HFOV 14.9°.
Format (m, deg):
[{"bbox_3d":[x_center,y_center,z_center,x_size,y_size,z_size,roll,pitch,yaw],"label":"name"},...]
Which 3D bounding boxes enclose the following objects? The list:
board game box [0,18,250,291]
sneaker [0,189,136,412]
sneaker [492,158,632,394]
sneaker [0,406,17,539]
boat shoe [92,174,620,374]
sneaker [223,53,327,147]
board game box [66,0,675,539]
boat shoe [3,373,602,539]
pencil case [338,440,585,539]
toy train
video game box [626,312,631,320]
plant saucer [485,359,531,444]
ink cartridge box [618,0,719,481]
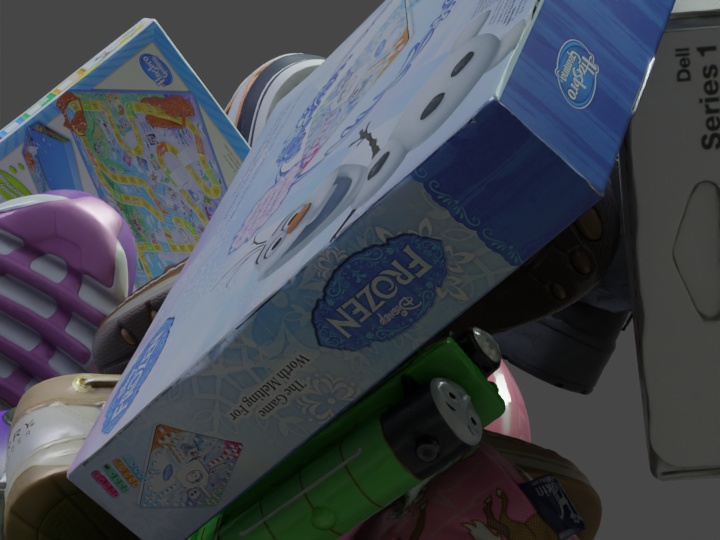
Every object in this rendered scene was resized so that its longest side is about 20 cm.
[{"bbox_3d":[-0.085,0.010,1.205,0.134,0.200,0.034,-38,13,-7],"label":"board game box"},{"bbox_3d":[-0.138,0.044,1.067,0.201,0.080,0.088,-60,-11,30],"label":"sneaker"},{"bbox_3d":[0.061,-0.027,1.075,0.060,0.199,0.105,9,-69,-60],"label":"sneaker"},{"bbox_3d":[-0.154,0.092,0.915,0.099,0.070,0.200,-6,7,21],"label":"sneaker"},{"bbox_3d":[0.000,0.000,0.969,0.199,0.076,0.072,-18,28,17],"label":"boat shoe"},{"bbox_3d":[-0.045,-0.002,1.275,0.201,0.078,0.079,-71,21,6],"label":"sneaker"},{"bbox_3d":[0.016,-0.037,0.805,0.199,0.043,0.200,-40,16,39],"label":"board game box"},{"bbox_3d":[-0.019,0.062,0.901,0.069,0.199,0.074,-105,28,-48],"label":"boat shoe"},{"bbox_3d":[-0.012,0.139,0.819,0.200,0.083,0.086,-39,7,-10],"label":"pencil case"},{"bbox_3d":[-0.038,0.083,0.825,0.200,0.042,0.056,-37,15,19],"label":"toy train"},{"bbox_3d":[0.183,-0.074,1.132,0.199,0.047,0.182,-30,17,28],"label":"video game box"},{"bbox_3d":[-0.038,0.078,1.004,0.199,0.051,0.201,-19,39,17],"label":"plant saucer"},{"bbox_3d":[0.126,-0.037,0.897,0.083,0.146,0.200,-4,18,5],"label":"ink cartridge box"}]
